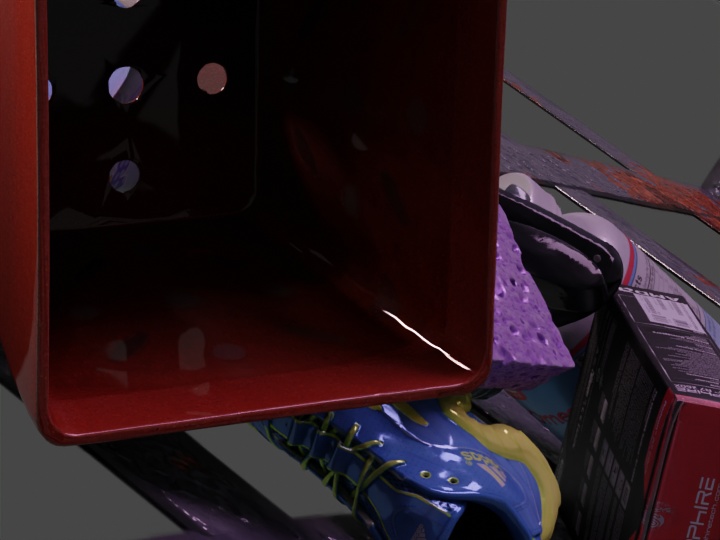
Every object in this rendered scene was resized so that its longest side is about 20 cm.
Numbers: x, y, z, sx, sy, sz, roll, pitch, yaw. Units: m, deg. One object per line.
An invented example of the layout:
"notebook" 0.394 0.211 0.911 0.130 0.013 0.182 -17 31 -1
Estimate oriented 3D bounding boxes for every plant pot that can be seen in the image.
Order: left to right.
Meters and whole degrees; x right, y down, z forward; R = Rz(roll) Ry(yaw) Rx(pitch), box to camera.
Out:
"plant pot" -0.069 -0.059 1.177 0.199 0.201 0.176 -6 17 -24

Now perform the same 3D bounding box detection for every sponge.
"sponge" 0.025 -0.039 1.297 0.111 0.030 0.201 9 53 -58

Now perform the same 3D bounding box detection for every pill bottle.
"pill bottle" 0.130 0.040 1.561 0.200 0.109 0.109 42 7 -22

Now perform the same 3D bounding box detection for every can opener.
"can opener" 0.045 -0.031 1.459 0.199 0.063 0.079 27 -28 17

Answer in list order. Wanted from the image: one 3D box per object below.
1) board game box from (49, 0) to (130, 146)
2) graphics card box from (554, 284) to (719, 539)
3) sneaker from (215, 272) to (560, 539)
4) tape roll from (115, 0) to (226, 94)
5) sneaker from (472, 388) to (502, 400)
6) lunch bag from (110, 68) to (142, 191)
"board game box" -0.206 -0.108 1.302 0.200 0.039 0.158 39 52 19
"graphics card box" 0.144 0.093 1.405 0.051 0.126 0.200 10 14 -9
"sneaker" 0.007 0.073 1.245 0.199 0.076 0.105 28 16 -13
"tape roll" -0.047 -0.142 1.391 0.202 0.037 0.203 27 40 -25
"sneaker" 0.000 0.000 1.407 0.200 0.078 0.086 48 5 31
"lunch bag" -0.190 -0.129 1.435 0.200 0.128 0.170 30 7 12
